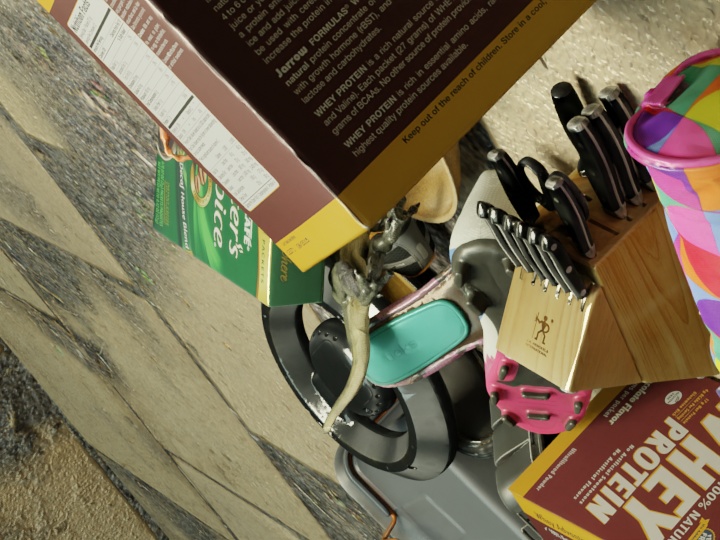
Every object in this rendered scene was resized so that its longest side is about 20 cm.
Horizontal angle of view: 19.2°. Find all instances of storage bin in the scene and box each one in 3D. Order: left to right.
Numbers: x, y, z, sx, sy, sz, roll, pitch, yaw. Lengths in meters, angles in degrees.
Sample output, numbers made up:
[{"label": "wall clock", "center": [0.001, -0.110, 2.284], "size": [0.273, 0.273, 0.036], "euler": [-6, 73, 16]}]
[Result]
[{"label": "storage bin", "center": [0.089, 0.171, 1.701], "size": [0.200, 0.146, 0.134], "euler": [44, 154, 4]}]

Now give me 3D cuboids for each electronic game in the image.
[{"label": "electronic game", "center": [-0.003, 0.069, 1.550], "size": [0.200, 0.042, 0.200], "euler": [39, 151, 26]}]

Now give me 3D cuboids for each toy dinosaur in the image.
[{"label": "toy dinosaur", "center": [0.000, 0.000, 1.391], "size": [0.047, 0.200, 0.088], "euler": [12, 148, -21]}]

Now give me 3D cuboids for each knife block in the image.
[{"label": "knife block", "center": [0.149, -0.024, 1.205], "size": [0.200, 0.176, 0.064], "euler": [-2, -156, -43]}]

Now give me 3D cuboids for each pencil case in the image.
[{"label": "pencil case", "center": [0.190, -0.018, 1.052], "size": [0.088, 0.088, 0.200], "euler": [31, 157, 40]}]

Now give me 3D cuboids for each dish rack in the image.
[{"label": "dish rack", "center": [0.160, 0.156, 1.494], "size": [0.200, 0.055, 0.154], "euler": [46, -154, -29]}]

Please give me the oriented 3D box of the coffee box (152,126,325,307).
[{"label": "coffee box", "center": [-0.083, -0.061, 1.447], "size": [0.200, 0.044, 0.123], "euler": [33, 122, 57]}]

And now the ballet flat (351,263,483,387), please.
[{"label": "ballet flat", "center": [0.079, 0.016, 1.390], "size": [0.200, 0.071, 0.069], "euler": [-28, 104, 34]}]

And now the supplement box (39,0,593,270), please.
[{"label": "supplement box", "center": [-0.016, -0.146, 1.004], "size": [0.200, 0.197, 0.133], "euler": [45, 164, -4]}]

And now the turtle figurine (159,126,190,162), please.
[{"label": "turtle figurine", "center": [-0.035, -0.138, 1.238], "size": [0.161, 0.200, 0.064], "euler": [19, -166, 5]}]

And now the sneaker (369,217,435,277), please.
[{"label": "sneaker", "center": [-0.022, -0.039, 1.546], "size": [0.077, 0.078, 0.200], "euler": [46, 167, -35]}]

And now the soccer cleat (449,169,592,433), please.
[{"label": "soccer cleat", "center": [0.105, 0.020, 1.301], "size": [0.070, 0.086, 0.200], "euler": [0, 142, 19]}]

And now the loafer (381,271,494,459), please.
[{"label": "loafer", "center": [0.042, 0.058, 1.567], "size": [0.200, 0.073, 0.072], "euler": [47, 176, 33]}]

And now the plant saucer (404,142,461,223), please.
[{"label": "plant saucer", "center": [-0.001, -0.115, 1.369], "size": [0.200, 0.035, 0.200], "euler": [41, 164, 14]}]

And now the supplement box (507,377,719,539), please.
[{"label": "supplement box", "center": [0.237, 0.186, 1.347], "size": [0.197, 0.133, 0.200], "euler": [23, 153, 54]}]
